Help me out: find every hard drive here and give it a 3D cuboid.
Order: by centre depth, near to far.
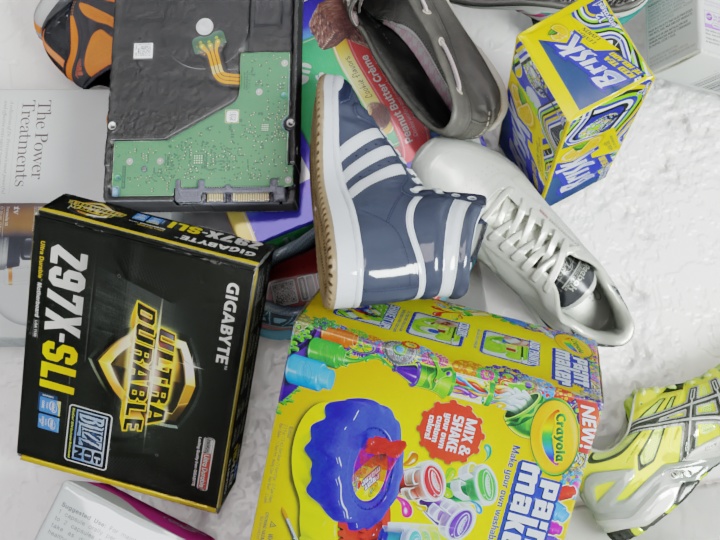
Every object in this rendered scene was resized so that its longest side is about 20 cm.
[{"bbox_3d":[-0.111,-0.142,0.778,0.139,0.038,0.201,-1,78,4],"label":"hard drive"}]

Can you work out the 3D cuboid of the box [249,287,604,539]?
[{"bbox_3d":[0.041,0.131,0.707,0.191,0.122,0.201,14,106,7],"label":"box"}]

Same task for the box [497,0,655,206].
[{"bbox_3d":[0.144,-0.109,0.749,0.064,0.200,0.070,-27,76,-2],"label":"box"}]

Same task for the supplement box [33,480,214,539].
[{"bbox_3d":[-0.196,0.258,0.743,0.103,0.101,0.201,23,80,8],"label":"supplement box"}]

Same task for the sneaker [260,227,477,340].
[{"bbox_3d":[0.000,0.000,0.788,0.199,0.096,0.080,-21,78,-1],"label":"sneaker"}]

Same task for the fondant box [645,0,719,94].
[{"bbox_3d":[0.287,-0.235,0.808,0.144,0.058,0.201,8,77,-26],"label":"fondant box"}]

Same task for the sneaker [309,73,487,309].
[{"bbox_3d":[0.023,-0.056,0.717,0.108,0.070,0.201,0,49,-7],"label":"sneaker"}]

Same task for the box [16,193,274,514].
[{"bbox_3d":[-0.156,0.060,0.759,0.159,0.049,0.201,15,113,7],"label":"box"}]

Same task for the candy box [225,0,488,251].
[{"bbox_3d":[-0.026,-0.118,0.826,0.199,0.077,0.170,-23,77,-1],"label":"candy box"}]

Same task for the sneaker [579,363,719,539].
[{"bbox_3d":[0.235,0.103,0.761,0.200,0.075,0.076,-40,78,-6],"label":"sneaker"}]

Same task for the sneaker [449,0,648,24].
[{"bbox_3d":[0.123,-0.223,0.817,0.199,0.121,0.084,15,91,13],"label":"sneaker"}]

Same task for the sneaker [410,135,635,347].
[{"bbox_3d":[0.118,-0.022,0.757,0.200,0.081,0.076,40,92,-15],"label":"sneaker"}]

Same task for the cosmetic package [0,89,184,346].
[{"bbox_3d":[-0.216,-0.041,0.837,0.150,0.052,0.201,1,78,1],"label":"cosmetic package"}]

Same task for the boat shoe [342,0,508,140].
[{"bbox_3d":[0.029,-0.176,0.754,0.057,0.067,0.200,-19,68,-44],"label":"boat shoe"}]

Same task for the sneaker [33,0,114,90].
[{"bbox_3d":[-0.158,-0.215,0.853,0.200,0.078,0.112,-40,68,6],"label":"sneaker"}]
